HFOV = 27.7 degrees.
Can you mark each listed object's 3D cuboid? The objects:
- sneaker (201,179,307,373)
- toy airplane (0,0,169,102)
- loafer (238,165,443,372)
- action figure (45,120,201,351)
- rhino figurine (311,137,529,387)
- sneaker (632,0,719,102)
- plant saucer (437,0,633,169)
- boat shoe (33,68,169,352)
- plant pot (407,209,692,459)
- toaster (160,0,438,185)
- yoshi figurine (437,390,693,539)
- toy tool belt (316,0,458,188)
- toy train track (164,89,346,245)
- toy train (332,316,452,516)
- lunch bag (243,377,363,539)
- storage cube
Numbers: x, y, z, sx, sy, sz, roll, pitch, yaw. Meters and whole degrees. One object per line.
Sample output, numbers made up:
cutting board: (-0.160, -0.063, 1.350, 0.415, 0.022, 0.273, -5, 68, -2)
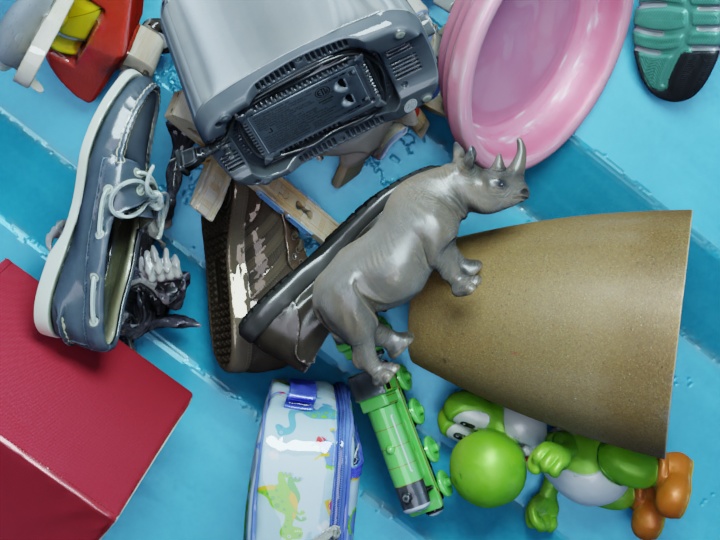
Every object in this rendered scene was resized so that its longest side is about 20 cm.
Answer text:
sneaker: (-0.079, -0.021, 1.147, 0.075, 0.070, 0.200, -1, 93, -28)
toy airplane: (-0.203, -0.223, 1.047, 0.141, 0.200, 0.199, 15, 96, 1)
loafer: (0.000, 0.000, 1.097, 0.200, 0.073, 0.071, -42, 94, -8)
action figure: (-0.178, -0.019, 1.116, 0.119, 0.102, 0.200, 10, 95, 12)
rhino figurine: (0.048, -0.019, 1.031, 0.087, 0.060, 0.200, 42, 90, -9)
sneaker: (0.262, -0.233, 1.128, 0.074, 0.088, 0.200, 16, 121, 30)
plant saucer: (0.125, -0.172, 1.086, 0.051, 0.200, 0.201, 32, 95, 34)
boat shoe: (-0.172, -0.042, 1.031, 0.062, 0.075, 0.200, 16, 82, 17)
plant pot: (0.142, 0.035, 1.106, 0.200, 0.186, 0.187, 7, 95, 12)
toaster: (-0.053, -0.151, 1.007, 0.200, 0.114, 0.129, -27, 59, 4)
yoshi figurine: (0.151, 0.162, 1.142, 0.200, 0.112, 0.113, 19, 101, 0)
toy tool belt: (0.023, -0.162, 1.116, 0.125, 0.123, 0.200, 35, 86, 27)
toy train track: (-0.064, -0.070, 1.097, 0.200, 0.033, 0.115, 40, 55, -36)
toy train: (0.019, 0.099, 1.138, 0.042, 0.056, 0.200, -23, 84, 22)
lunch bag: (-0.044, 0.164, 1.087, 0.082, 0.200, 0.161, 5, 94, -3)
storage cube: (-0.258, 0.132, 1.069, 0.180, 0.200, 0.171, 37, 117, -4)
